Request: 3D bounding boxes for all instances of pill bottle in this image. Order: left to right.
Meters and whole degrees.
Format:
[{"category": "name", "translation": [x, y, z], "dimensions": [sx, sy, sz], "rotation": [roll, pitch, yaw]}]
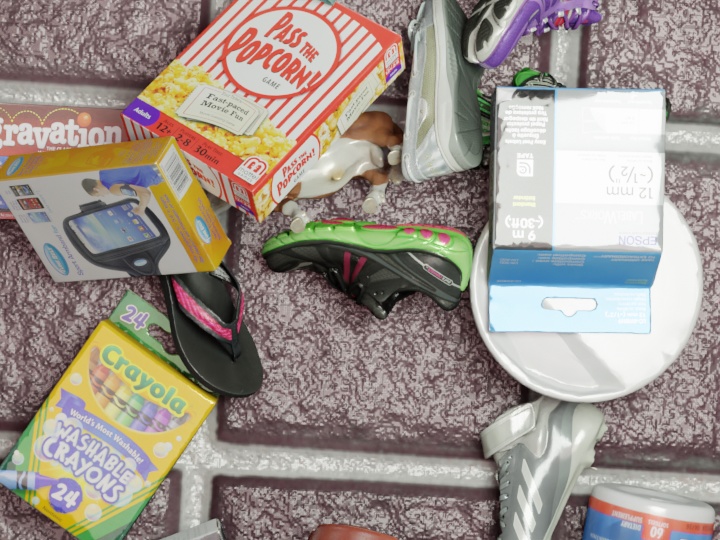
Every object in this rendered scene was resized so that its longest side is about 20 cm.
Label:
[{"category": "pill bottle", "translation": [0.237, 0.293, 1.700], "dimensions": [0.111, 0.112, 0.202], "rotation": [10, 90, -1]}]

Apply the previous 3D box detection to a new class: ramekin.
[{"category": "ramekin", "translation": [0.191, 0.013, 1.703], "dimensions": [0.200, 0.094, 0.205], "rotation": [0, 88, -1]}]

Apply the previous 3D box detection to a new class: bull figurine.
[{"category": "bull figurine", "translation": [-0.051, -0.085, 1.697], "dimensions": [0.198, 0.122, 0.066], "rotation": [-22, 123, -7]}]

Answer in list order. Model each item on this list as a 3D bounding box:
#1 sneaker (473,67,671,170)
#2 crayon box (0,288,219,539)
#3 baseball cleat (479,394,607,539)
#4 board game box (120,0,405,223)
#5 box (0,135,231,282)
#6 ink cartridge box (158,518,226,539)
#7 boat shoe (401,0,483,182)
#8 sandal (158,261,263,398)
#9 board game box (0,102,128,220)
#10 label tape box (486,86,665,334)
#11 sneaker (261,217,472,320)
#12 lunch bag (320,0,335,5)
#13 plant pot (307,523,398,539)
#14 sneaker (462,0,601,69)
[{"category": "sneaker", "translation": [0.174, -0.138, 1.713], "dimensions": [0.198, 0.078, 0.086], "rotation": [-5, 90, 0]}, {"category": "crayon box", "translation": [-0.214, 0.134, 1.723], "dimensions": [0.125, 0.052, 0.201], "rotation": [35, 90, -1]}, {"category": "baseball cleat", "translation": [0.137, 0.196, 1.728], "dimensions": [0.106, 0.070, 0.201], "rotation": [28, 80, 5]}, {"category": "board game box", "translation": [-0.081, -0.152, 1.659], "dimensions": [0.151, 0.046, 0.200], "rotation": [30, 64, 25]}, {"category": "box", "translation": [-0.221, -0.048, 1.663], "dimensions": [0.198, 0.042, 0.120], "rotation": [-6, 129, 29]}, {"category": "ink cartridge box", "translation": [-0.182, 0.346, 1.719], "dimensions": [0.198, 0.047, 0.199], "rotation": [-21, 100, -4]}, {"category": "boat shoe", "translation": [0.064, -0.163, 1.680], "dimensions": [0.064, 0.074, 0.204], "rotation": [-19, 51, 23]}, {"category": "sandal", "translation": [-0.137, 0.018, 1.711], "dimensions": [0.075, 0.045, 0.202], "rotation": [-21, 88, -43]}, {"category": "board game box", "translation": [-0.285, -0.095, 1.736], "dimensions": [0.198, 0.019, 0.104], "rotation": [3, 90, -1]}, {"category": "label tape box", "translation": [0.179, -0.049, 1.626], "dimensions": [0.142, 0.066, 0.202], "rotation": [1, 86, -1]}, {"category": "sneaker", "translation": [0.000, 0.000, 1.686], "dimensions": [0.198, 0.077, 0.085], "rotation": [5, 98, 28]}, {"category": "lunch bag", "translation": [-0.078, -0.348, 1.675], "dimensions": [0.199, 0.122, 0.171], "rotation": [29, 87, 28]}, {"category": "plant pot", "translation": [-0.003, 0.331, 1.651], "dimensions": [0.199, 0.201, 0.197], "rotation": [20, 70, -1]}, {"category": "sneaker", "translation": [0.166, -0.233, 1.684], "dimensions": [0.084, 0.080, 0.200], "rotation": [51, 60, -10]}]
